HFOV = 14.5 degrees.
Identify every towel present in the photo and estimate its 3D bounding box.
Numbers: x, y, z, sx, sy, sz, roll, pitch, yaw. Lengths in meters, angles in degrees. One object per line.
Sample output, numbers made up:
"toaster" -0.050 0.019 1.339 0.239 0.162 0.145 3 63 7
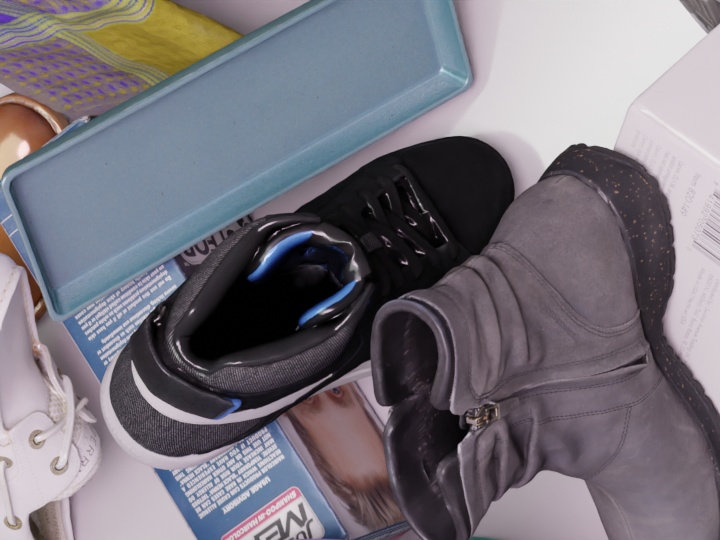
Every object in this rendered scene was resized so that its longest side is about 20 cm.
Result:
"towel" -0.144 -0.099 1.100 0.143 0.200 0.023 -3 72 47

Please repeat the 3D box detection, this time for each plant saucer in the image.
"plant saucer" -0.047 -0.057 1.095 0.019 0.200 0.070 37 151 49

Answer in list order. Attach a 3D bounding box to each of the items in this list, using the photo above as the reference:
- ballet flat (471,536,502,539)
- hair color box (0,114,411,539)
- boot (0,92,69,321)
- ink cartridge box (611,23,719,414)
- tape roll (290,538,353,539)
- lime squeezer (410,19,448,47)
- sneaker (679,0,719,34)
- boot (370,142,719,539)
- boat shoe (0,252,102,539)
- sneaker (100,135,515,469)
"ballet flat" 0.106 0.157 1.105 0.200 0.076 0.064 12 119 27
"hair color box" -0.059 0.034 1.150 0.060 0.100 0.200 -36 80 20
"boot" -0.202 0.017 1.183 0.074 0.155 0.200 34 107 18
"ink cartridge box" 0.181 0.015 1.032 0.200 0.067 0.117 38 144 17
"tape roll" 0.012 0.193 1.078 0.200 0.200 0.085 -1 50 24
"lime squeezer" -0.064 -0.104 1.176 0.200 0.038 0.071 23 103 22
"sneaker" 0.194 -0.109 1.049 0.200 0.078 0.099 32 82 25
"boot" 0.064 0.064 1.033 0.070 0.132 0.200 11 131 43
"boat shoe" -0.139 0.067 1.178 0.069 0.071 0.200 15 140 8
"sneaker" 0.000 0.000 1.060 0.073 0.200 0.112 52 152 4
